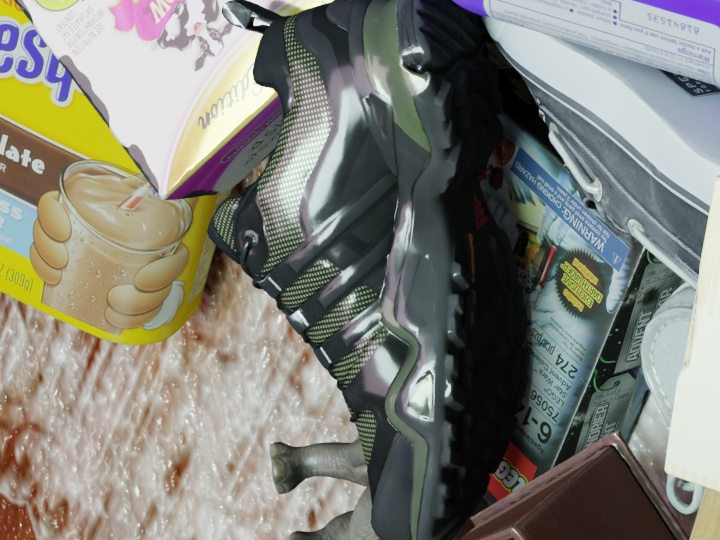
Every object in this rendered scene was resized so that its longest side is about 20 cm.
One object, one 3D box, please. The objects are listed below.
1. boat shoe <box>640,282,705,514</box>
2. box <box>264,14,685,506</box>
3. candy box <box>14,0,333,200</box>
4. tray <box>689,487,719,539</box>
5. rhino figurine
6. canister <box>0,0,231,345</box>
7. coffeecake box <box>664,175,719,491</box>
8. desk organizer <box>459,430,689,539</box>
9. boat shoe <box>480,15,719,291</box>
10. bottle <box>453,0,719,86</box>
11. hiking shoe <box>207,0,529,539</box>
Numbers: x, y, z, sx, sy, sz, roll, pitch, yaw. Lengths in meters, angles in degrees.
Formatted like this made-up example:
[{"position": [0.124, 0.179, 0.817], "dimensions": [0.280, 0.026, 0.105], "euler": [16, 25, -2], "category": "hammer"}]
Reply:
[{"position": [0.149, 0.081, 0.765], "dimensions": [0.202, 0.065, 0.075], "euler": [58, 137, 28], "category": "boat shoe"}, {"position": [0.038, -0.015, 0.914], "dimensions": [0.200, 0.040, 0.137], "euler": [46, 131, 37], "category": "box"}, {"position": [-0.074, -0.145, 0.894], "dimensions": [0.136, 0.061, 0.200], "euler": [-41, 80, 19], "category": "candy box"}, {"position": [0.119, 0.092, 0.682], "dimensions": [0.037, 0.099, 0.201], "euler": [13, 75, 23], "category": "tray"}, {"position": [0.017, 0.122, 0.882], "dimensions": [0.200, 0.087, 0.060], "euler": [-102, 0, -61], "category": "rhino figurine"}, {"position": [-0.113, -0.082, 1.031], "dimensions": [0.148, 0.087, 0.201], "euler": [25, 124, 10], "category": "canister"}, {"position": [0.184, 0.007, 0.559], "dimensions": [0.153, 0.200, 0.073], "euler": [18, 113, 27], "category": "coffeecake box"}, {"position": [0.098, 0.163, 0.779], "dimensions": [0.072, 0.077, 0.200], "euler": [-35, 86, 36], "category": "desk organizer"}, {"position": [0.094, -0.046, 0.797], "dimensions": [0.200, 0.071, 0.068], "euler": [47, 139, 50], "category": "boat shoe"}, {"position": [0.062, -0.117, 0.771], "dimensions": [0.199, 0.084, 0.065], "euler": [19, 139, 21], "category": "bottle"}, {"position": [0.000, 0.000, 0.844], "dimensions": [0.100, 0.076, 0.201], "euler": [2, 101, 27], "category": "hiking shoe"}]
